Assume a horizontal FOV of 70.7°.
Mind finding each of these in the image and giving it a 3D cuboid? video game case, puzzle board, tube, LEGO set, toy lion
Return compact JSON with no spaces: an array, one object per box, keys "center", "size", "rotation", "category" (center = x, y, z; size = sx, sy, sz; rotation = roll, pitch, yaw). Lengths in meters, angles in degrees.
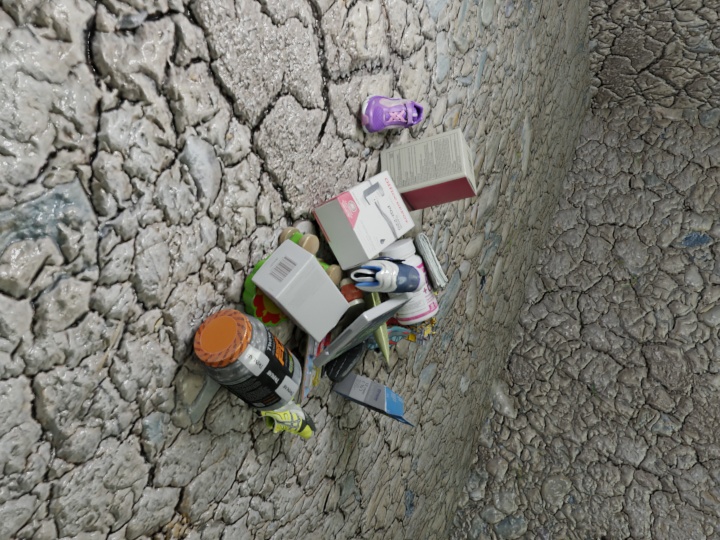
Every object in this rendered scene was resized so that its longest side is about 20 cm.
[{"center":[0.009,0.123,1.090],"size":[0.182,0.023,0.200],"rotation":[-45,167,32],"category":"video game case"},{"center":[-0.091,0.167,1.121],"size":[0.151,0.017,0.201],"rotation":[-41,139,-73],"category":"puzzle board"},{"center":[0.040,0.130,1.233],"size":[0.058,0.052,0.200],"rotation":[-40,124,-34],"category":"tube"},{"center":[0.192,0.138,1.532],"size":[0.200,0.116,0.154],"rotation":[-7,109,-59],"category":"LEGO set"},{"center":[-0.137,0.029,0.989],"size":[0.192,0.069,0.200],"rotation":[-58,148,-14],"category":"toy lion"}]

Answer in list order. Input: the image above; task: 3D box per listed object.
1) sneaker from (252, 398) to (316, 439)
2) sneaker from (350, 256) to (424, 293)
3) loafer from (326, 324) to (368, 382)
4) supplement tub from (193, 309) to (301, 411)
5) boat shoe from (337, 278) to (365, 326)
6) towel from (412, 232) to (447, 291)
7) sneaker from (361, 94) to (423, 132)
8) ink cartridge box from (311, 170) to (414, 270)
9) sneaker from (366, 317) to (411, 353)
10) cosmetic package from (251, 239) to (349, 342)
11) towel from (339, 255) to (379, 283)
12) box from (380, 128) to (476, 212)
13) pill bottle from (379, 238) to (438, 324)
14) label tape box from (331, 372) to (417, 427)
[{"center":[-0.163,0.307,1.069],"size":[0.076,0.075,0.200],"rotation":[-51,133,-23],"category":"sneaker"},{"center":[0.025,0.005,1.092],"size":[0.146,0.200,0.081],"rotation":[8,92,-38],"category":"sneaker"},{"center":[-0.022,0.200,1.232],"size":[0.200,0.073,0.072],"rotation":[-55,152,-43],"category":"loafer"},{"center":[-0.193,0.157,0.883],"size":[0.123,0.122,0.200],"rotation":[-61,148,-22],"category":"supplement tub"},{"center":[-0.028,0.077,1.148],"size":[0.071,0.063,0.200],"rotation":[-23,163,-11],"category":"boat shoe"},{"center":[0.176,-0.013,1.351],"size":[0.200,0.031,0.150],"rotation":[98,-29,-81],"category":"towel"},{"center":[0.077,-0.351,1.140],"size":[0.200,0.088,0.081],"rotation":[-28,128,-50],"category":"sneaker"},{"center":[0.012,-0.112,1.090],"size":[0.200,0.085,0.146],"rotation":[-38,104,-49],"category":"ink cartridge box"},{"center":[0.063,0.178,1.398],"size":[0.200,0.079,0.096],"rotation":[9,109,-54],"category":"sneaker"},{"center":[-0.103,0.043,0.935],"size":[0.102,0.074,0.200],"rotation":[-49,148,-13],"category":"cosmetic package"},{"center":[0.000,0.000,1.229],"size":[0.133,0.034,0.200],"rotation":[-44,140,-40],"category":"towel"},{"center":[0.159,-0.228,1.194],"size":[0.109,0.199,0.128],"rotation":[35,49,-59],"category":"box"},{"center":[0.118,0.027,1.308],"size":[0.113,0.113,0.201],"rotation":[-34,108,-49],"category":"pill bottle"},{"center":[0.046,0.324,1.290],"size":[0.066,0.200,0.143],"rotation":[-67,150,-17],"category":"label tape box"}]
